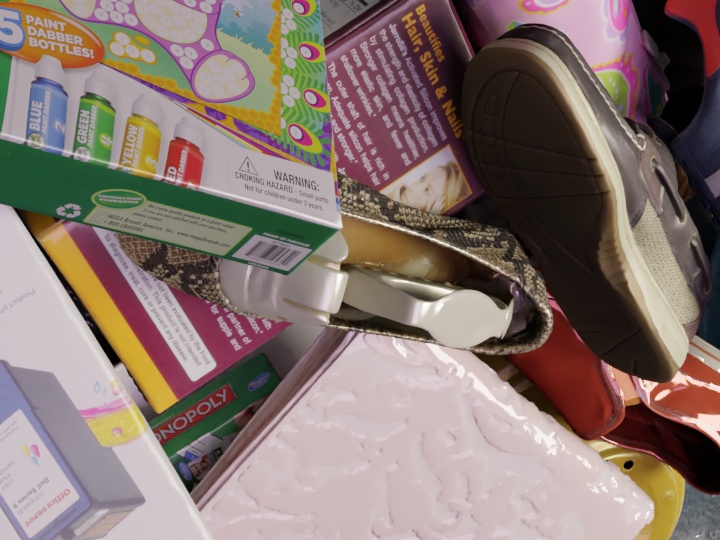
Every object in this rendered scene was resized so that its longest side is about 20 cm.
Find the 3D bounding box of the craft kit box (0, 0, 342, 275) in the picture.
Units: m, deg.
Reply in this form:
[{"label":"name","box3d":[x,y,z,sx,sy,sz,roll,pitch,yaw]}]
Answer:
[{"label":"craft kit box","box3d":[-0.105,-0.112,0.697,0.199,0.198,0.048,14,143,-33]}]

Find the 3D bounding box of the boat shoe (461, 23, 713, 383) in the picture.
[{"label":"boat shoe","box3d":[0.105,-0.036,0.821,0.066,0.072,0.201,-53,133,-27]}]

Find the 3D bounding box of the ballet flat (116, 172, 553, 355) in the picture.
[{"label":"ballet flat","box3d":[0.000,0.000,0.770,0.199,0.075,0.068,12,112,-32]}]

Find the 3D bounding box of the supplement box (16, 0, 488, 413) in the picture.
[{"label":"supplement box","box3d":[-0.044,-0.048,0.822,0.200,0.086,0.111,-34,127,-7]}]

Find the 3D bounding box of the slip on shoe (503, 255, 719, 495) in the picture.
[{"label":"slip on shoe","box3d":[0.115,0.049,0.911,0.199,0.074,0.061,29,62,-17]}]

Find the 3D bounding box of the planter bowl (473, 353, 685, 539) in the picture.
[{"label":"planter bowl","box3d":[0.110,0.114,0.993,0.199,0.083,0.201,-13,121,-22]}]

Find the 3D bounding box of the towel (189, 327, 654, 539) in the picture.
[{"label":"towel","box3d":[0.015,0.128,0.900,0.200,0.032,0.191,37,101,-28]}]

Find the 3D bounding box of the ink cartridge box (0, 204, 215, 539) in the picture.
[{"label":"ink cartridge box","box3d":[-0.145,0.048,0.754,0.087,0.145,0.201,-30,108,-9]}]

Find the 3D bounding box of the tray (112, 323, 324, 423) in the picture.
[{"label":"tray","box3d":[-0.041,0.034,0.904,0.200,0.022,0.108,-34,134,-7]}]

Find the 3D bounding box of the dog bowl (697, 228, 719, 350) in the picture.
[{"label":"dog bowl","box3d":[0.220,0.009,0.961,0.049,0.112,0.201,-5,139,-10]}]

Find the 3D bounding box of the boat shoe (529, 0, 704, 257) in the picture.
[{"label":"boat shoe","box3d":[0.161,-0.064,0.927,0.068,0.072,0.201,25,103,-34]}]

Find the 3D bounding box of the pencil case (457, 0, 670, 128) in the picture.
[{"label":"pencil case","box3d":[0.081,-0.124,0.818,0.087,0.087,0.200,-37,142,-4]}]

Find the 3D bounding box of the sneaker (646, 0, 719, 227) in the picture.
[{"label":"sneaker","box3d":[0.174,-0.042,0.843,0.075,0.084,0.201,-42,131,-55]}]

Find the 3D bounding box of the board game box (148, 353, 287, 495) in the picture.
[{"label":"board game box","box3d":[-0.065,0.146,0.933,0.134,0.029,0.200,-31,133,-7]}]
